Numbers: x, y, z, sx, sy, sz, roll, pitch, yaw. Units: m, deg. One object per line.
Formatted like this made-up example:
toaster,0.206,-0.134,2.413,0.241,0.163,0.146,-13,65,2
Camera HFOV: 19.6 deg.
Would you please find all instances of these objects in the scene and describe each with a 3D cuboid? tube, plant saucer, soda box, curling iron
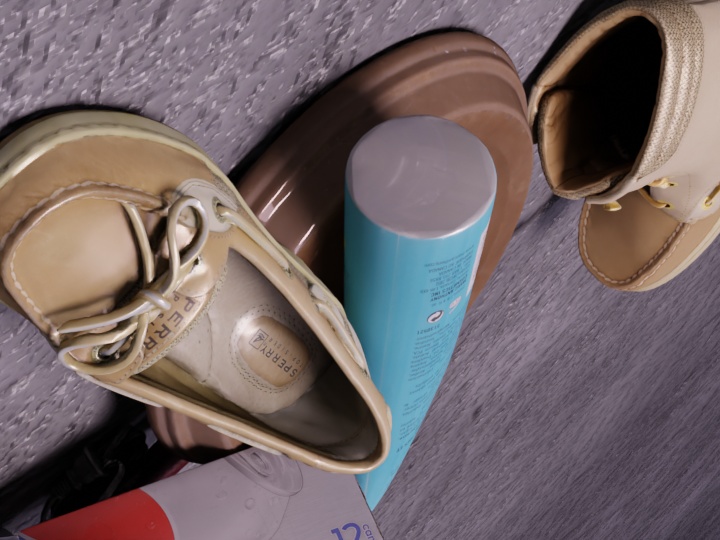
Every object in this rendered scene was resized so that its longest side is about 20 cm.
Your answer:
tube,0.017,0.024,0.767,0.078,0.050,0.200,-54,162,-30
plant saucer,0.000,0.000,0.796,0.200,0.029,0.201,-39,153,-24
soda box,-0.092,0.126,0.770,0.199,0.064,0.068,-19,155,-17
curling iron,-0.047,0.045,0.843,0.200,0.026,0.050,-37,165,-25

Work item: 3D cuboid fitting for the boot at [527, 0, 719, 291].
boot,0.123,-0.053,0.931,0.155,0.073,0.200,-27,154,-47

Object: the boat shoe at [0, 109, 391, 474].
boat shoe,-0.050,0.014,0.645,0.073,0.063,0.201,-44,148,2

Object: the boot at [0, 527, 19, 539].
boot,-0.127,0.175,0.678,0.162,0.073,0.199,20,88,-29
